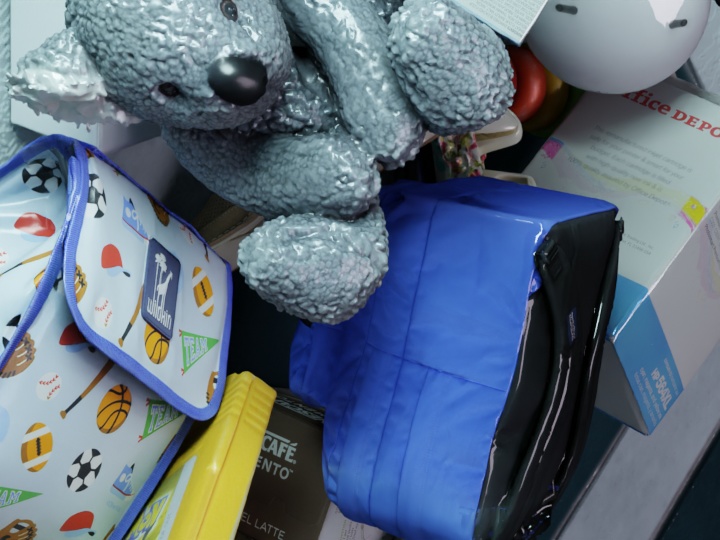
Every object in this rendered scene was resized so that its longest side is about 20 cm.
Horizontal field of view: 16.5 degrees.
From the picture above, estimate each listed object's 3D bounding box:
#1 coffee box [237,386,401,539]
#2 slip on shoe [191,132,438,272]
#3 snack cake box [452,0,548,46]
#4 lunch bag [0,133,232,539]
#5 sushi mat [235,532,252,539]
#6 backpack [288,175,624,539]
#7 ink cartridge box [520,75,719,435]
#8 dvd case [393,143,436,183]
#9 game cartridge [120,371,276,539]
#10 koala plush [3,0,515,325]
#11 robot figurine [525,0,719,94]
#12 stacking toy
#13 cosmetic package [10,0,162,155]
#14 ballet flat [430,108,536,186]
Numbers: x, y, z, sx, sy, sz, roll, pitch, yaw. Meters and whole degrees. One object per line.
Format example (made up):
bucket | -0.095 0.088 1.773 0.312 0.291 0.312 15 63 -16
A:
coffee box | -0.003 0.128 1.532 0.200 0.114 0.080 10 98 -55
slip on shoe | -0.049 -0.051 1.410 0.200 0.061 0.076 -33 -178 12
snack cake box | 0.023 -0.214 1.245 0.200 0.067 0.115 31 97 -12
lunch bag | -0.161 0.045 1.286 0.200 0.124 0.170 -57 146 -7
sushi mat | -0.080 0.130 1.540 0.200 0.012 0.096 -14 115 -50
backpack | 0.050 0.052 1.383 0.162 0.167 0.201 -11 111 -62
ink cartridge box | 0.181 -0.024 1.590 0.200 0.128 0.125 -50 146 -17
dvd case | 0.056 -0.007 1.584 0.200 0.018 0.143 66 16 -44
game cartridge | -0.123 0.161 1.325 0.032 0.176 0.200 34 41 -18
koala plush | -0.066 -0.105 1.227 0.200 0.184 0.178 25 106 -37
robot figurine | 0.153 -0.188 1.561 0.150 0.200 0.125 -35 109 12
stacking toy | 0.121 -0.119 1.645 0.200 0.085 0.086 2 105 -46
cosmetic package | -0.094 -0.139 1.345 0.200 0.071 0.102 -23 124 -46
ballet flat | 0.073 -0.060 1.521 0.076 0.064 0.200 56 23 -74
